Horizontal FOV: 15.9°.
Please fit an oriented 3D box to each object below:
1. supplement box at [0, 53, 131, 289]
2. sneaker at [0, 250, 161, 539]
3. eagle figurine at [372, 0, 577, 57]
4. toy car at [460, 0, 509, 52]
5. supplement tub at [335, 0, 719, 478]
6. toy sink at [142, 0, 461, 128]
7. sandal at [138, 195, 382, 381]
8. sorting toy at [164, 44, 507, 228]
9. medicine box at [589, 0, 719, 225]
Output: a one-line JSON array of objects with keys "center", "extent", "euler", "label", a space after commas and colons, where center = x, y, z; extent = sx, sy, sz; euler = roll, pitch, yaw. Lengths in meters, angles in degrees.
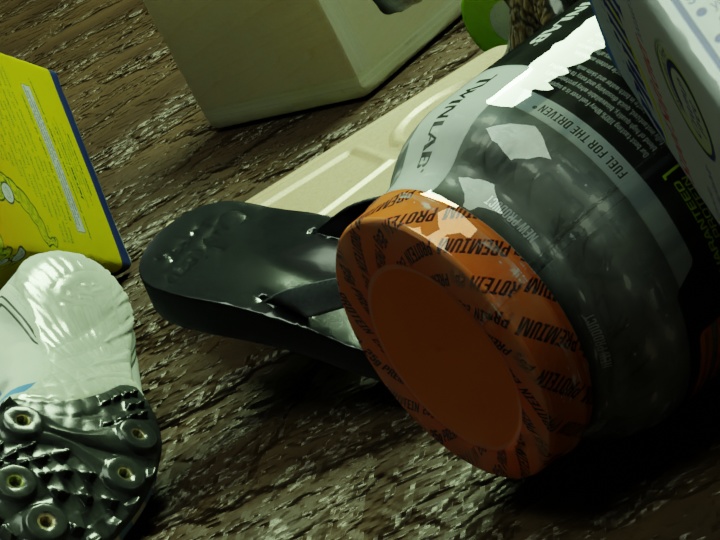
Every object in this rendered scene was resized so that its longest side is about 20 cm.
[{"center": [-0.201, -0.033, 1.178], "extent": [0.108, 0.110, 0.200], "euler": [-24, -8, 12], "label": "supplement box"}, {"center": [-0.119, 0.065, 1.001], "extent": [0.200, 0.071, 0.073], "euler": [-99, 27, -62], "label": "sneaker"}, {"center": [0.073, -0.120, 1.006], "extent": [0.151, 0.152, 0.200], "euler": [-37, 38, 10], "label": "eagle figurine"}, {"center": [0.105, -0.230, 1.230], "extent": [0.157, 0.201, 0.164], "euler": [-14, 22, 36], "label": "toy car"}, {"center": [0.095, -0.029, 0.826], "extent": [0.200, 0.123, 0.122], "euler": [-37, 20, -26], "label": "supplement tub"}, {"center": [-0.007, -0.182, 1.411], "extent": [0.130, 0.113, 0.200], "euler": [-7, 27, 47], "label": "toy sink"}, {"center": [-0.001, 0.000, 0.947], "extent": [0.199, 0.043, 0.076], "euler": [5, 41, 30], "label": "sandal"}, {"center": [0.030, -0.037, 1.095], "extent": [0.199, 0.037, 0.185], "euler": [-28, 18, -13], "label": "sorting toy"}, {"center": [0.171, -0.072, 0.677], "extent": [0.181, 0.103, 0.201], "euler": [-27, 48, 0], "label": "medicine box"}]
